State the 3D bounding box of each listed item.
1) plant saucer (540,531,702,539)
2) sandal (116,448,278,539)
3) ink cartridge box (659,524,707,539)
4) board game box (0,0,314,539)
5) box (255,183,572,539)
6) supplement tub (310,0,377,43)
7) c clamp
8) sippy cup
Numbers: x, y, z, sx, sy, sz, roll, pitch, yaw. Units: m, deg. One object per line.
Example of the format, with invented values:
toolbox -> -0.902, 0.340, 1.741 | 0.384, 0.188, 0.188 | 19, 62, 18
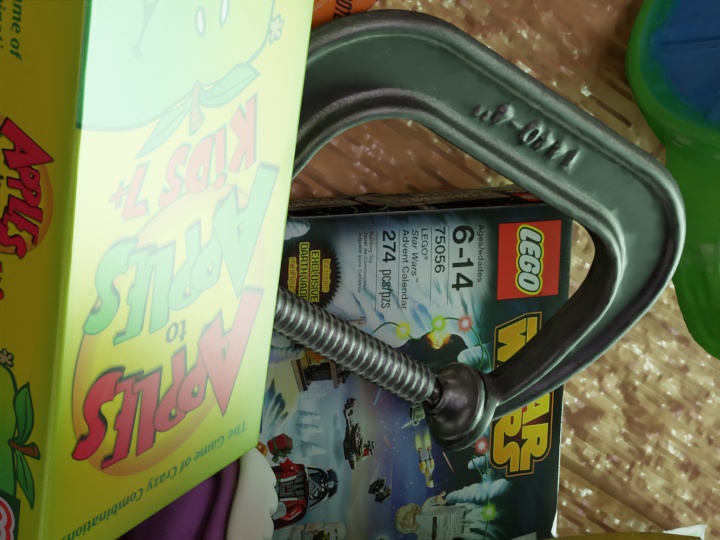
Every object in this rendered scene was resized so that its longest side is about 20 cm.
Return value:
plant saucer -> 0.005, 0.158, 0.746 | 0.201, 0.048, 0.200 | -58, 167, 16
sandal -> -0.068, 0.106, 0.759 | 0.082, 0.203, 0.050 | -33, 113, 16
ink cartridge box -> 0.026, 0.163, 0.875 | 0.145, 0.048, 0.201 | -9, 124, -26
board game box -> -0.063, -0.027, 0.710 | 0.101, 0.047, 0.201 | -32, 137, -50
box -> 0.002, 0.075, 0.903 | 0.136, 0.040, 0.202 | -5, 103, -30
supplement tub -> -0.068, -0.159, 0.765 | 0.200, 0.122, 0.123 | 44, 78, -28
c clamp -> 0.000, 0.000, 0.828 | 0.199, 0.027, 0.171 | 23, 113, -33
sippy cup -> 0.178, -0.048, 0.934 | 0.177, 0.140, 0.131 | -29, 127, 6
